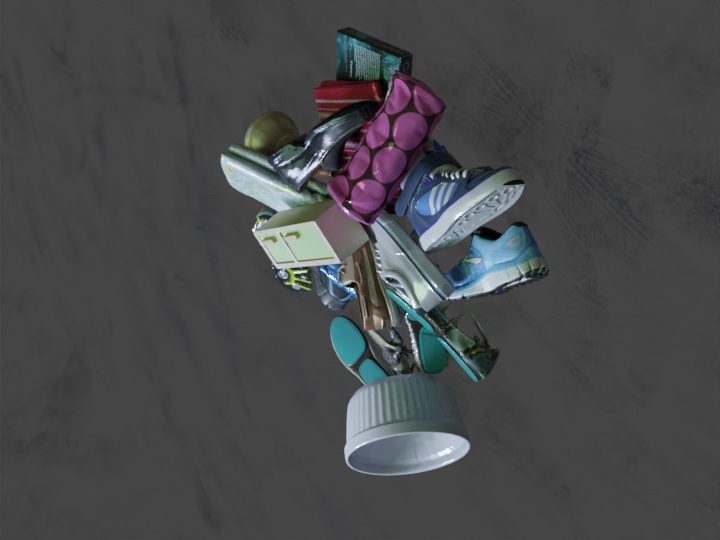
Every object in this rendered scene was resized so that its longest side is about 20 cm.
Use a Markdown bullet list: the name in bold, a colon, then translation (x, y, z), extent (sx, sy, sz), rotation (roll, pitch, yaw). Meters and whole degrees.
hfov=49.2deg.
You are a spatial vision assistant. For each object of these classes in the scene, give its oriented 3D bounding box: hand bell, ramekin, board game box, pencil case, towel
- **hand bell**: translation (-0.095, -0.181, 1.251), extent (0.200, 0.104, 0.104), rotation (34, 137, 50)
- **ramekin**: translation (0.071, 0.247, 1.264), extent (0.200, 0.200, 0.105), rotation (121, 149, -52)
- **board game box**: translation (0.016, -0.239, 1.153), extent (0.135, 0.028, 0.200), rotation (35, 137, 36)
- **pencil case**: translation (0.030, -0.164, 1.047), extent (0.094, 0.091, 0.200), rotation (38, 105, 20)
- **towel**: translation (0.001, -0.183, 1.165), extent (0.145, 0.022, 0.200), rotation (13, 123, 48)
- **towel**: translation (-0.130, -0.131, 1.286), extent (0.200, 0.048, 0.171), rotation (25, 171, 0)

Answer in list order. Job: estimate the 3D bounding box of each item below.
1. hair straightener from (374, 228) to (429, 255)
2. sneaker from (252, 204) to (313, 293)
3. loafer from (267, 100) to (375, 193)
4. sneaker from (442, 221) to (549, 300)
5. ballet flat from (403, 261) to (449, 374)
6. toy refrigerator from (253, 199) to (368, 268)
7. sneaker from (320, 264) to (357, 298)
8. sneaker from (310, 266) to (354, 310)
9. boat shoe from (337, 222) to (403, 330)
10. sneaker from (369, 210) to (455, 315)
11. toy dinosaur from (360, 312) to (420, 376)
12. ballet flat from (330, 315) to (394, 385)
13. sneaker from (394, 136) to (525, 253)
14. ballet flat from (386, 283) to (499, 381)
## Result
- **hair straightener**: translation (0.063, -0.042, 1.224), extent (0.077, 0.041, 0.200), rotation (66, 152, 6)
- **sneaker**: translation (-0.131, -0.041, 1.463), extent (0.075, 0.076, 0.200), rotation (-4, 131, 20)
- **loafer**: translation (-0.046, -0.179, 1.137), extent (0.200, 0.073, 0.072), rotation (-24, 103, 43)
- **sneaker**: translation (0.174, -0.013, 1.073), extent (0.200, 0.078, 0.090), rotation (-25, 72, 54)
- **ballet flat**: translation (0.098, 0.070, 1.225), extent (0.072, 0.072, 0.200), rotation (23, 128, 45)
- **toy refrigerator**: translation (-0.082, -0.052, 1.205), extent (0.200, 0.070, 0.076), rotation (-3, 124, 57)
- **sneaker**: translation (-0.015, 0.015, 1.289), extent (0.200, 0.078, 0.066), rotation (56, 163, 18)
- **sneaker**: translation (-0.061, -0.031, 1.384), extent (0.082, 0.073, 0.200), rotation (-41, 73, 28)
- **boat shoe**: translation (0.000, 0.000, 1.219), extent (0.076, 0.072, 0.200), rotation (93, 156, -73)
- **sneaker**: translation (0.049, -0.019, 1.106), extent (0.200, 0.071, 0.073), rotation (52, -174, 38)
- **toy dinosaur**: translation (0.058, 0.131, 1.337), extent (0.200, 0.047, 0.088), rotation (54, 153, 20)
- **ballet flat**: translation (0.012, 0.163, 1.394), extent (0.200, 0.069, 0.070), rotation (55, 148, 35)
- **sneaker**: translation (0.119, -0.126, 1.030), extent (0.200, 0.081, 0.147), rotation (-42, 61, 52)
- **ballet flat**: translation (0.126, 0.073, 1.154), extent (0.200, 0.074, 0.074), rotation (45, 147, -7)
